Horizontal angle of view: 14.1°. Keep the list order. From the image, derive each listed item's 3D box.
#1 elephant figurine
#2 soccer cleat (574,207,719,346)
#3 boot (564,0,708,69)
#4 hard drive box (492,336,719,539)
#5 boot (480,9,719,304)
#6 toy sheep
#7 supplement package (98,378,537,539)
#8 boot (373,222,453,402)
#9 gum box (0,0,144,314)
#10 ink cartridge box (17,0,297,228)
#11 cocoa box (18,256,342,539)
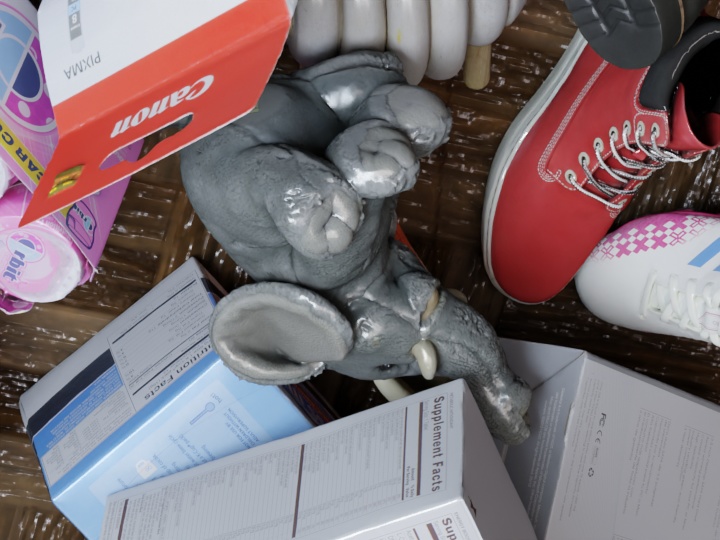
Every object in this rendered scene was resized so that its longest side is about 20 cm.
[{"bbox_3d":[-0.013,0.001,1.460,0.141,0.155,0.201,-25,133,-19],"label":"elephant figurine"},{"bbox_3d":[0.199,0.010,1.582,0.199,0.086,0.070,-6,124,30],"label":"soccer cleat"},{"bbox_3d":[0.140,-0.222,1.478,0.138,0.077,0.201,-39,121,-38],"label":"boot"},{"bbox_3d":[0.129,0.135,1.589,0.200,0.076,0.157,23,79,-50],"label":"hard drive box"},{"bbox_3d":[0.136,-0.056,1.555,0.072,0.144,0.201,20,105,-22],"label":"boot"},{"bbox_3d":[0.020,-0.154,1.497,0.199,0.138,0.139,-11,113,-10],"label":"toy sheep"},{"bbox_3d":[-0.021,0.154,1.440,0.199,0.114,0.110,-18,118,13],"label":"supplement package"},{"bbox_3d":[0.000,0.000,1.563,0.075,0.107,0.200,-37,113,5],"label":"boot"},{"bbox_3d":[-0.196,-0.084,1.465,0.066,0.114,0.200,-25,119,27],"label":"gum box"},{"bbox_3d":[-0.097,-0.126,1.406,0.160,0.201,0.047,-24,123,35],"label":"ink cartridge box"},{"bbox_3d":[-0.068,0.121,1.577,0.133,0.131,0.200,-40,115,3],"label":"cocoa box"}]
